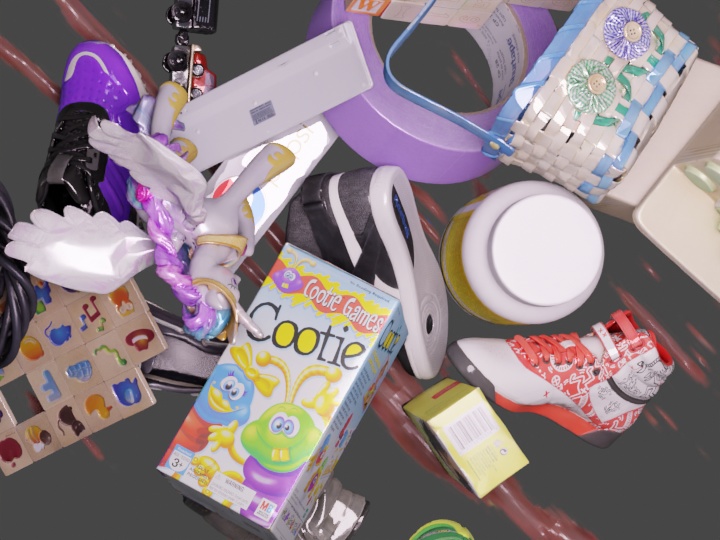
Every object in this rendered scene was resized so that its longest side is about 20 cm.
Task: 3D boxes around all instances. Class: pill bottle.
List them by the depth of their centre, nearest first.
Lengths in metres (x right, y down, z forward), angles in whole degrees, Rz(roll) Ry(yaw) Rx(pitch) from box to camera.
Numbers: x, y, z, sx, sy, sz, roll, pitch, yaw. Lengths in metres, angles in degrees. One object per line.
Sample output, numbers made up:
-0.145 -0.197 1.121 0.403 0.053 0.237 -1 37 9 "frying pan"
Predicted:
0.129 -0.013 1.707 0.112 0.200 0.113 0 89 -6 "pill bottle"

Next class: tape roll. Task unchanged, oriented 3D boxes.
0.059 -0.173 1.732 0.200 0.066 0.200 9 64 -20 "tape roll"

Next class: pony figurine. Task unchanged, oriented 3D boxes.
-0.143 -0.049 1.615 0.193 0.200 0.167 30 129 -18 "pony figurine"

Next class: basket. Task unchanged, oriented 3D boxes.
0.139 -0.162 1.615 0.200 0.139 0.176 30 72 6 "basket"

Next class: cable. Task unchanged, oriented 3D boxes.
-0.335 -0.010 1.701 0.163 0.051 0.200 -25 77 30 "cable"

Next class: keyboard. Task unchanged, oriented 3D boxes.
-0.079 -0.131 1.695 0.200 0.011 0.056 -24 85 29 "keyboard"

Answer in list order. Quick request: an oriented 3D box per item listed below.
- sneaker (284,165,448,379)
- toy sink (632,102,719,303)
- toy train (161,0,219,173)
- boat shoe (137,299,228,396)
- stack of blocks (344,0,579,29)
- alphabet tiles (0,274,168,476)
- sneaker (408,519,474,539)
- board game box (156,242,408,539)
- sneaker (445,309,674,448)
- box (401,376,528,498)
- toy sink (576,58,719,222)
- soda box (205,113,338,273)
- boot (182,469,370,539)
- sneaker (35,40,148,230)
0.000 0.000 1.753 0.112 0.073 0.200 0 125 23 "sneaker"
0.327 -0.076 1.653 0.130 0.112 0.200 41 83 -7 "toy sink"
-0.140 -0.152 1.768 0.046 0.034 0.200 5 88 -16 "toy train"
-0.171 0.060 1.742 0.200 0.063 0.073 16 86 -6 "boat shoe"
0.087 -0.255 1.708 0.200 0.059 0.115 5 66 -21 "stack of blocks"
-0.248 0.055 1.706 0.200 0.008 0.167 -26 91 29 "alphabet tiles"
0.030 0.293 1.746 0.074 0.084 0.200 28 86 -5 "sneaker"
-0.057 0.098 1.660 0.103 0.105 0.200 27 78 12 "board game box"
0.165 0.067 1.726 0.201 0.067 0.108 26 113 -38 "sneaker"
0.080 0.128 1.698 0.050 0.200 0.075 -35 91 -3 "box"
0.249 -0.103 1.760 0.200 0.112 0.130 18 86 -10 "toy sink"
-0.083 -0.076 1.752 0.064 0.068 0.200 37 85 -4 "soda box"
-0.040 0.157 1.763 0.131 0.068 0.200 41 86 -15 "boot"
-0.218 -0.086 1.714 0.069 0.100 0.200 -3 89 24 "sneaker"
